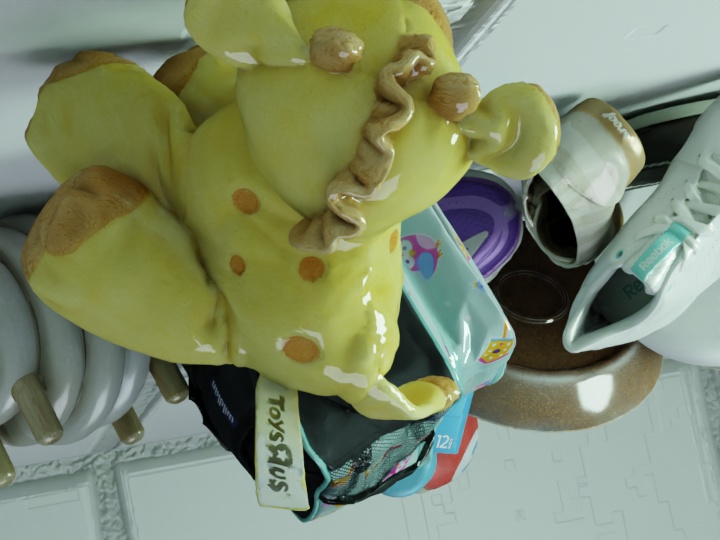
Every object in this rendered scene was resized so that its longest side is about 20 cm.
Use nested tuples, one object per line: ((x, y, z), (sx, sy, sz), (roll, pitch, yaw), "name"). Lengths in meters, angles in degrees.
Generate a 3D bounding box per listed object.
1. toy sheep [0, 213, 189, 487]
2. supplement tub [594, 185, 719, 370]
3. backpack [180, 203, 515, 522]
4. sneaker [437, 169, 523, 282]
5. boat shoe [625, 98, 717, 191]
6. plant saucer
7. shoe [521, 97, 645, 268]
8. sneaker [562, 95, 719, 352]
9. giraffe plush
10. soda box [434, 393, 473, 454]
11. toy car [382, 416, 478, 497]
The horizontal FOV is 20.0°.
((-0.166, 0.033, 1.093), (0.138, 0.138, 0.200), (-17, 178, 40), "toy sheep")
((0.236, -0.008, 1.322), (0.144, 0.145, 0.200), (-13, 172, 15), "supplement tub")
((-0.019, 0.029, 1.033), (0.153, 0.176, 0.200), (-27, 164, -21), "backpack")
((0.000, 0.000, 1.175), (0.199, 0.081, 0.083), (-17, -169, -3), "sneaker")
((0.220, -0.069, 1.163), (0.201, 0.061, 0.072), (-14, 172, 20), "boat shoe")
((0.113, 0.028, 1.400), (0.200, 0.200, 0.035), (-8, 136, -21), "plant saucer")
((0.112, -0.041, 1.150), (0.053, 0.070, 0.200), (-44, 170, -11), "shoe")
((0.178, -0.022, 1.111), (0.088, 0.075, 0.200), (-30, 158, -52), "sneaker")
((-0.021, -0.043, 0.728), (0.172, 0.200, 0.162), (-3, 141, -29), "giraffe plush")
((-0.002, 0.051, 1.339), (0.068, 0.064, 0.200), (6, -163, -28), "soda box")
((0.088, 0.079, 1.753), (0.200, 0.177, 0.184), (-26, 180, 14), "toy car")
